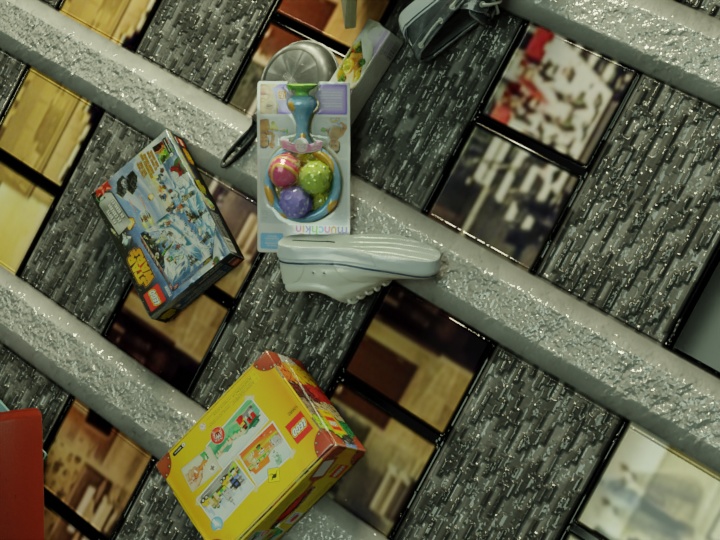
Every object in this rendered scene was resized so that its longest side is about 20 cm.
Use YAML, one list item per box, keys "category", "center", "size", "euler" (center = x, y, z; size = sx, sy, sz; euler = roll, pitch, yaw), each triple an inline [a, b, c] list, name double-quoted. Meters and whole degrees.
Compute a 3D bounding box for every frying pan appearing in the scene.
- category: "frying pan"
  center: [-0.110, -0.215, 1.906]
  size: [0.189, 0.031, 0.116]
  euler: [-23, 67, 20]

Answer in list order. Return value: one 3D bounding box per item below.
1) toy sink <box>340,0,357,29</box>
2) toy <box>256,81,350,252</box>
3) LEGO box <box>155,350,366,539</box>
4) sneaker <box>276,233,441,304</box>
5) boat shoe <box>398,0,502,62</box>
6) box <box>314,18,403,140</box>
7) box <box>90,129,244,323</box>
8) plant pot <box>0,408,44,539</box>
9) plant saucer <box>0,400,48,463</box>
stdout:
- category: "toy sink"
  center: [0.025, -0.400, 1.795]
  size: [0.111, 0.131, 0.202]
  euler: [-6, 71, -3]
- category: "toy"
  center: [-0.071, -0.119, 1.804]
  size: [0.114, 0.047, 0.202]
  euler: [2, 94, 15]
- category: "LEGO box"
  center: [-0.116, 0.216, 1.778]
  size: [0.200, 0.077, 0.149]
  euler: [-45, 62, 13]
- category: "sneaker"
  center: [0.000, 0.000, 1.778]
  size: [0.198, 0.073, 0.071]
  euler: [5, 113, 23]
- category: "boat shoe"
  center: [0.132, -0.312, 1.766]
  size: [0.199, 0.072, 0.068]
  euler: [-34, 62, 21]
- category: "box"
  center: [-0.022, -0.202, 1.844]
  size: [0.039, 0.041, 0.201]
  euler: [36, 98, 30]
- category: "box"
  center: [-0.243, -0.055, 1.933]
  size: [0.137, 0.040, 0.201]
  euler: [-37, 64, 16]
- category: "plant pot"
  center: [-0.525, 0.277, 1.920]
  size: [0.198, 0.176, 0.202]
  euler: [-10, 79, 31]
- category: "plant saucer"
  center: [-0.477, 0.204, 2.017]
  size: [0.200, 0.019, 0.070]
  euler: [42, 100, 30]
